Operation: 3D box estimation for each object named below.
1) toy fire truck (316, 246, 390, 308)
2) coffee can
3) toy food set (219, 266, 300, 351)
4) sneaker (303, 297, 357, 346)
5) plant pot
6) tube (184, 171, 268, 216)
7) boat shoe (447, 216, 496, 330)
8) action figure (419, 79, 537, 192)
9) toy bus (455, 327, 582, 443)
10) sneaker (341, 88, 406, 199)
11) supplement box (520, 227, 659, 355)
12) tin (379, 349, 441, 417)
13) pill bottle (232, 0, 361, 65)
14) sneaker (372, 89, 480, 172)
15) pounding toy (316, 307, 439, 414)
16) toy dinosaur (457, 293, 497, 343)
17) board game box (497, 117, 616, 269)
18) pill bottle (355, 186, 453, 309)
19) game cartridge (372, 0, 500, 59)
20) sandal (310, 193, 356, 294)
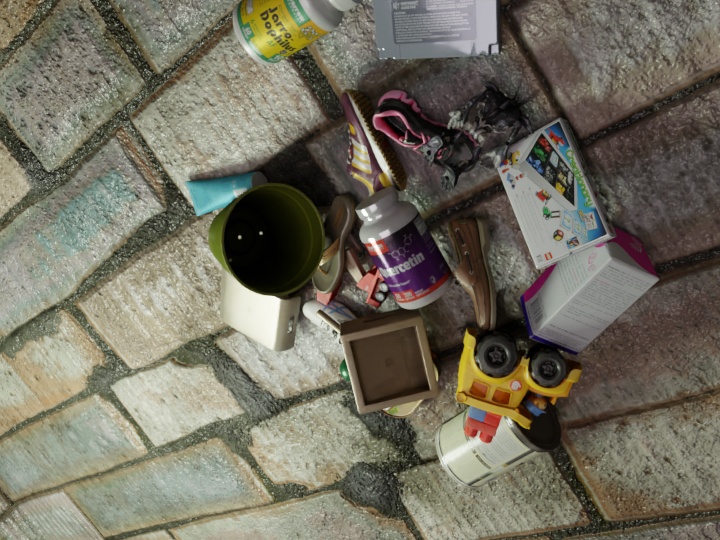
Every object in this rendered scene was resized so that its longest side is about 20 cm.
[{"bbox_3d":[0.000,0.000,1.287,0.140,0.049,0.201,27,125,12],"label":"toy fire truck"},{"bbox_3d":[0.264,0.318,1.280,0.146,0.146,0.200,44,127,-3],"label":"coffee can"},{"bbox_3d":[-0.225,0.074,1.439,0.199,0.060,0.144,26,127,20],"label":"toy food set"},{"bbox_3d":[-0.036,0.123,1.360,0.199,0.073,0.072,30,128,9],"label":"sneaker"},{"bbox_3d":[-0.199,-0.060,1.250,0.193,0.200,0.201,7,126,60],"label":"plant pot"},{"bbox_3d":[-0.277,-0.159,1.334,0.199,0.050,0.078,-5,106,33],"label":"tube"},{"bbox_3d":[0.190,0.007,1.134,0.068,0.072,0.201,-5,74,-1],"label":"boat shoe"},{"bbox_3d":[0.183,-0.215,1.025,0.119,0.200,0.102,50,163,4],"label":"action figure"},{"bbox_3d":[0.258,0.207,1.133,0.199,0.136,0.193,15,92,11],"label":"toy bus"},{"bbox_3d":[0.001,-0.213,1.149,0.090,0.075,0.201,-20,106,27],"label":"sneaker"},{"bbox_3d":[0.367,0.030,1.077,0.103,0.102,0.200,20,129,-16],"label":"supplement box"},{"bbox_3d":[0.093,0.230,1.380,0.112,0.042,0.200,38,126,7],"label":"tin"},{"bbox_3d":[-0.099,-0.421,1.055,0.199,0.113,0.113,-18,109,32],"label":"pill bottle"},{"bbox_3d":[0.103,-0.217,1.086,0.199,0.095,0.079,32,125,4],"label":"sneaker"},{"bbox_3d":[0.028,0.156,1.272,0.199,0.142,0.185,-13,99,0],"label":"pounding toy"},{"bbox_3d":[0.230,0.142,1.247,0.088,0.047,0.201,1,91,53],"label":"toy dinosaur"},{"bbox_3d":[0.299,-0.118,1.029,0.126,0.035,0.201,-27,74,35],"label":"board game box"},{"bbox_3d":[0.072,-0.040,1.145,0.112,0.113,0.201,-21,109,33],"label":"pill bottle"},{"bbox_3d":[0.117,-0.398,1.014,0.199,0.041,0.134,6,123,23],"label":"game cartridge"},{"bbox_3d":[-0.062,-0.051,1.255,0.080,0.054,0.201,35,118,37],"label":"sandal"}]
